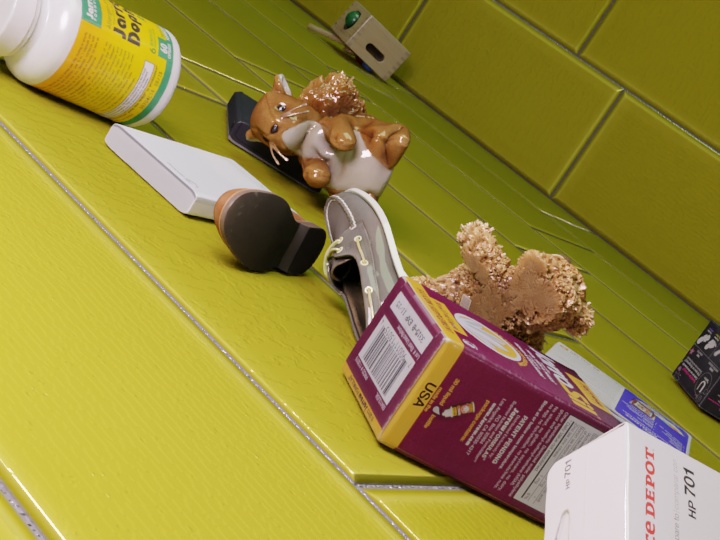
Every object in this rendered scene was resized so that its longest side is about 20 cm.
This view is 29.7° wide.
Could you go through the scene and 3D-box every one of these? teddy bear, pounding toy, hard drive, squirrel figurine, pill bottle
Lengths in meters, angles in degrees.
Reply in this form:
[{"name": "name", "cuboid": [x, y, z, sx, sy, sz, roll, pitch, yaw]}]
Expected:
[{"name": "teddy bear", "cuboid": [0.126, 0.027, 1.227, 0.067, 0.200, 0.145, -28, 78, -42]}, {"name": "pounding toy", "cuboid": [-0.006, -0.606, 3.565, 0.200, 0.142, 0.184, 40, 9, -29]}, {"name": "hard drive", "cuboid": [-0.156, -0.090, 1.396, 0.132, 0.027, 0.200, 40, 14, 26]}, {"name": "squirrel figurine", "cuboid": [-0.047, -0.166, 1.690, 0.185, 0.142, 0.200, 23, 25, -7]}, {"name": "pill bottle", "cuboid": [-0.289, -0.229, 1.377, 0.199, 0.113, 0.113, 22, 17, -44]}, {"name": "hard drive", "cuboid": [-0.113, -0.175, 1.816, 0.139, 0.033, 0.200, 31, 13, -15]}]

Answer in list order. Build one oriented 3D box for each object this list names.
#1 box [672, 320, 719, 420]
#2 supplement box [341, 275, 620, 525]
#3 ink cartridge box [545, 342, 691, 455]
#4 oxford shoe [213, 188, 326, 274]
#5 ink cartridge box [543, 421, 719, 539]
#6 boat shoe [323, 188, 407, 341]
[{"name": "box", "cuboid": [0.607, 0.190, 2.107, 0.199, 0.115, 0.132, 32, 11, -16]}, {"name": "supplement box", "cuboid": [0.101, 0.110, 1.123, 0.199, 0.104, 0.131, 29, 12, -25]}, {"name": "ink cartridge box", "cuboid": [0.280, 0.160, 1.532, 0.198, 0.044, 0.200, 36, 10, 11]}, {"name": "oxford shoe", "cuboid": [-0.101, -0.043, 1.281, 0.071, 0.072, 0.200, 33, 0, 19]}, {"name": "ink cartridge box", "cuboid": [0.230, 0.219, 0.947, 0.199, 0.086, 0.147, 30, 47, -23]}, {"name": "boat shoe", "cuboid": [0.001, -0.002, 1.285, 0.060, 0.072, 0.202, -5, 48, -23]}]
